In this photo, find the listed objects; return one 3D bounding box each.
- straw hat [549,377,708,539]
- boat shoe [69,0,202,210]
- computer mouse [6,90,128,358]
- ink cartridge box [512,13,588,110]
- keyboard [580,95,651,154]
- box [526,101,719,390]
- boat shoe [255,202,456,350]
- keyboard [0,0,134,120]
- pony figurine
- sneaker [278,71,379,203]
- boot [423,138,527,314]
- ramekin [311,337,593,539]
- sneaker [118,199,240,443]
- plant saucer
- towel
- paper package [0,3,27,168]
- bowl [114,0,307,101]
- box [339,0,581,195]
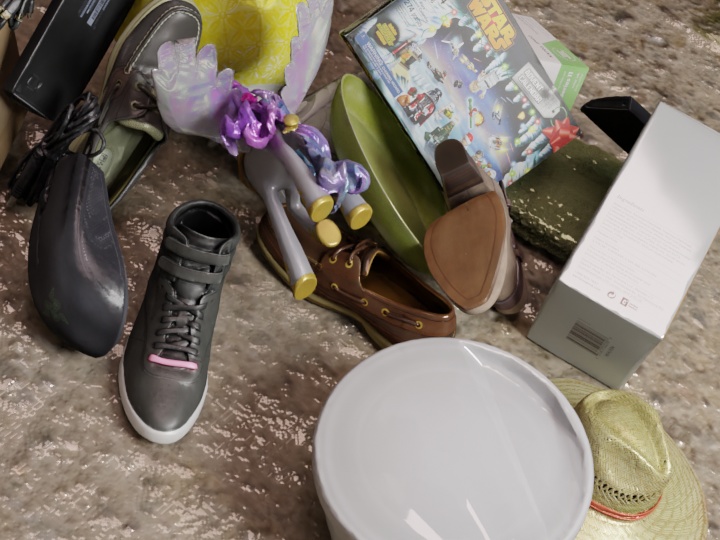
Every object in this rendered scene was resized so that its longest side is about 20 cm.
[{"bbox_3d":[0.199,0.144,1.031,0.198,0.086,0.203,10,47,-11],"label":"straw hat"},{"bbox_3d":[-0.181,-0.126,1.070,0.071,0.202,0.066,23,16,-42],"label":"boat shoe"},{"bbox_3d":[-0.233,-0.026,1.016,0.052,0.138,0.202,4,57,-40],"label":"computer mouse"},{"bbox_3d":[0.108,-0.208,1.275,0.198,0.068,0.117,3,34,-34],"label":"ink cartridge box"},{"bbox_3d":[0.301,-0.102,1.214,0.199,0.127,0.021,34,80,-32],"label":"keyboard"},{"bbox_3d":[0.239,-0.020,1.124,0.097,0.125,0.201,30,66,8],"label":"box"},{"bbox_3d":[0.000,0.000,1.101,0.199,0.068,0.072,37,49,14],"label":"boat shoe"},{"bbox_3d":[-0.224,-0.223,1.035,0.020,0.127,0.202,25,83,25],"label":"keyboard"},{"bbox_3d":[-0.072,-0.107,1.031,0.165,0.194,0.201,-24,62,-25],"label":"pony figurine"},{"bbox_3d":[-0.036,-0.122,1.211,0.199,0.074,0.083,-34,100,-42],"label":"sneaker"},{"bbox_3d":[0.106,-0.010,1.100,0.069,0.147,0.202,-15,48,15],"label":"boot"},{"bbox_3d":[0.062,0.156,0.954,0.199,0.095,0.204,3,51,-4],"label":"ramekin"},{"bbox_3d":[-0.139,0.029,1.009,0.070,0.100,0.202,13,49,-9],"label":"sneaker"},{"bbox_3d":[0.027,-0.075,1.132,0.201,0.031,0.201,54,17,-24],"label":"plant saucer"},{"bbox_3d":[0.224,-0.053,1.246,0.198,0.037,0.149,30,48,6],"label":"towel"},{"bbox_3d":[-0.384,-0.126,1.034,0.197,0.104,0.192,8,49,4],"label":"paper package"},{"bbox_3d":[-0.121,-0.192,1.180,0.198,0.200,0.109,-10,91,-25],"label":"bowl"},{"bbox_3d":[0.091,-0.168,1.179,0.136,0.040,0.201,-36,107,0],"label":"box"}]
